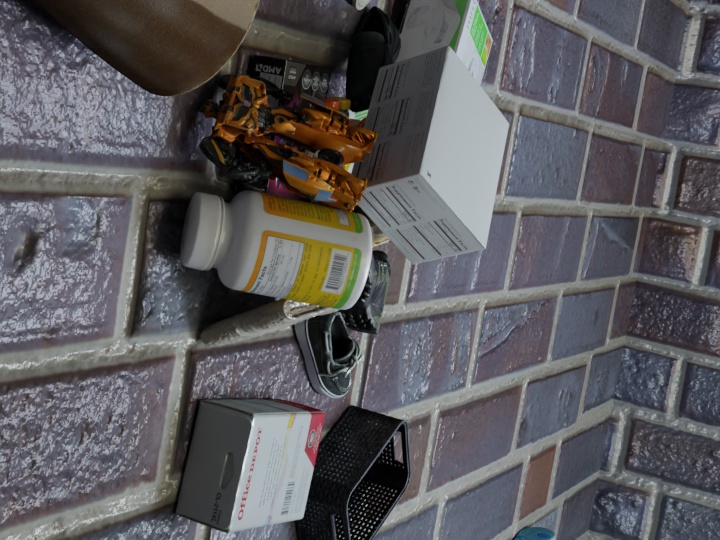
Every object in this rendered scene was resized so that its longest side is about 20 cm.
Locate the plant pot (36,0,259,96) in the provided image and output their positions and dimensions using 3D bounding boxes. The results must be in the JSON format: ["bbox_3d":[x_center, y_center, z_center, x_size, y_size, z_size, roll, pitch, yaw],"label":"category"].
[{"bbox_3d":[-0.217,-0.274,1.100,0.199,0.185,0.189,20,83,-50],"label":"plant pot"}]

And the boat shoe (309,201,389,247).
[{"bbox_3d":[-0.024,-0.044,1.560,0.198,0.074,0.070,-15,136,-38],"label":"boat shoe"}]

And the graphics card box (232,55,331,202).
[{"bbox_3d":[-0.096,-0.153,1.527,0.125,0.050,0.203,-5,105,-65],"label":"graphics card box"}]

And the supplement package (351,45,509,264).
[{"bbox_3d":[0.087,-0.139,1.549,0.156,0.110,0.202,44,48,-38],"label":"supplement package"}]

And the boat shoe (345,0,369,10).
[{"bbox_3d":[0.012,-0.434,1.605,0.075,0.061,0.202,-18,127,-79],"label":"boat shoe"}]

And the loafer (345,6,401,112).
[{"bbox_3d":[0.010,-0.276,1.648,0.202,0.067,0.071,-75,146,-50],"label":"loafer"}]

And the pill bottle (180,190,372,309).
[{"bbox_3d":[-0.096,-0.027,1.413,0.111,0.198,0.113,-169,-90,-71],"label":"pill bottle"}]

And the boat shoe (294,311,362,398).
[{"bbox_3d":[-0.033,0.116,1.761,0.074,0.067,0.201,-57,149,-35],"label":"boat shoe"}]

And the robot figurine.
[{"bbox_3d":[-0.083,-0.149,1.409,0.058,0.198,0.146,-46,-153,52],"label":"robot figurine"}]

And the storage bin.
[{"bbox_3d":[-0.010,0.314,1.876,0.200,0.093,0.137,-47,142,-46],"label":"storage bin"}]

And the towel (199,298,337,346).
[{"bbox_3d":[-0.093,0.054,1.542,0.199,0.131,0.035,-15,85,-61],"label":"towel"}]

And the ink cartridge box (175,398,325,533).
[{"bbox_3d":[-0.135,0.240,1.589,0.200,0.082,0.148,13,90,-65],"label":"ink cartridge box"}]

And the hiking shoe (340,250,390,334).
[{"bbox_3d":[0.000,0.000,1.791,0.201,0.075,0.102,83,22,-53],"label":"hiking shoe"}]

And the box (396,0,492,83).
[{"bbox_3d":[0.109,-0.284,1.825,0.176,0.096,0.203,43,62,-71],"label":"box"}]

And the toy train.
[{"bbox_3d":[-0.025,-0.126,1.588,0.201,0.055,0.152,83,20,-63],"label":"toy train"}]

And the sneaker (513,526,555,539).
[{"bbox_3d":[0.377,0.672,2.874,0.199,0.079,0.132,-19,117,-50],"label":"sneaker"}]

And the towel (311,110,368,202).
[{"bbox_3d":[-0.025,-0.144,1.714,0.200,0.023,0.154,-41,136,-50],"label":"towel"}]
